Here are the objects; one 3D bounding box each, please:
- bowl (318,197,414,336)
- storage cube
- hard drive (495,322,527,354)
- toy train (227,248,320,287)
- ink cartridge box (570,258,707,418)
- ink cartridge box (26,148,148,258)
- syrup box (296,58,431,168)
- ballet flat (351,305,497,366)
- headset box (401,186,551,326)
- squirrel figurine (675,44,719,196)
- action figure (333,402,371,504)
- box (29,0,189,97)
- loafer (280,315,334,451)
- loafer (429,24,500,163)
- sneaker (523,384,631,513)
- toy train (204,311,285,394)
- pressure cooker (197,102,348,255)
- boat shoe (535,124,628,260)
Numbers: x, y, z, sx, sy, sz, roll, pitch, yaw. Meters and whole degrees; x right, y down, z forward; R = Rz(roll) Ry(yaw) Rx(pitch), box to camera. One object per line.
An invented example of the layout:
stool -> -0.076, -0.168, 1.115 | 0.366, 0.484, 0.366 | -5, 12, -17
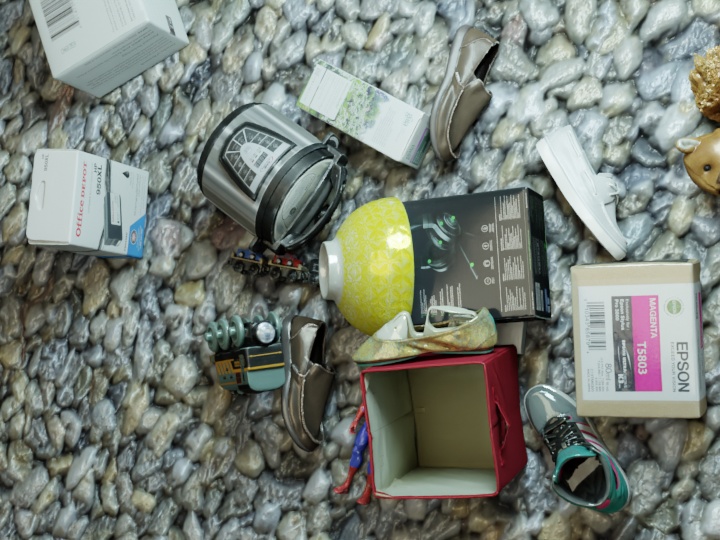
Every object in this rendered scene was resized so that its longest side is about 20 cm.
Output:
bowl -> 0.000, 0.000, 1.608 | 0.106, 0.200, 0.204 | -2, 83, -13
storage cube -> 0.119, 0.200, 1.549 | 0.197, 0.179, 0.174 | -6, 92, 21
hard drive -> 0.143, 0.043, 1.650 | 0.197, 0.027, 0.134 | 5, 87, 24
toy train -> -0.114, -0.007, 1.759 | 0.197, 0.034, 0.047 | 9, 85, 23
ink cartridge box -> 0.364, 0.089, 1.513 | 0.162, 0.075, 0.204 | -3, 91, 23
ink cartridge box -> -0.423, -0.101, 1.808 | 0.083, 0.199, 0.147 | 2, 86, 23
syrup box -> 0.011, -0.231, 1.702 | 0.198, 0.081, 0.080 | 30, 98, 22
ballet flat -> 0.082, 0.082, 1.521 | 0.196, 0.071, 0.072 | -7, 82, 12
headset box -> 0.152, -0.012, 1.586 | 0.197, 0.093, 0.178 | -6, 83, 22
squirrel figurine -> 0.497, -0.194, 1.485 | 0.185, 0.141, 0.203 | -31, 60, 28
action figure -> 0.018, 0.235, 1.674 | 0.065, 0.052, 0.203 | 19, 90, 27
box -> -0.415, -0.424, 1.874 | 0.198, 0.130, 0.202 | -26, 75, 18
loafer -> -0.074, 0.163, 1.695 | 0.070, 0.073, 0.204 | -9, 82, 22
loafer -> 0.151, -0.251, 1.649 | 0.070, 0.073, 0.204 | 13, 90, 24
sneaker -> 0.275, 0.237, 1.523 | 0.084, 0.120, 0.201 | -43, 71, 13
toy train -> -0.171, 0.125, 1.702 | 0.199, 0.084, 0.116 | -17, 79, 63
pressure cooker -> -0.118, -0.132, 1.700 | 0.199, 0.178, 0.178 | 37, 133, 21
boat shoe -> 0.317, -0.109, 1.574 | 0.068, 0.072, 0.202 | -35, 65, 14
